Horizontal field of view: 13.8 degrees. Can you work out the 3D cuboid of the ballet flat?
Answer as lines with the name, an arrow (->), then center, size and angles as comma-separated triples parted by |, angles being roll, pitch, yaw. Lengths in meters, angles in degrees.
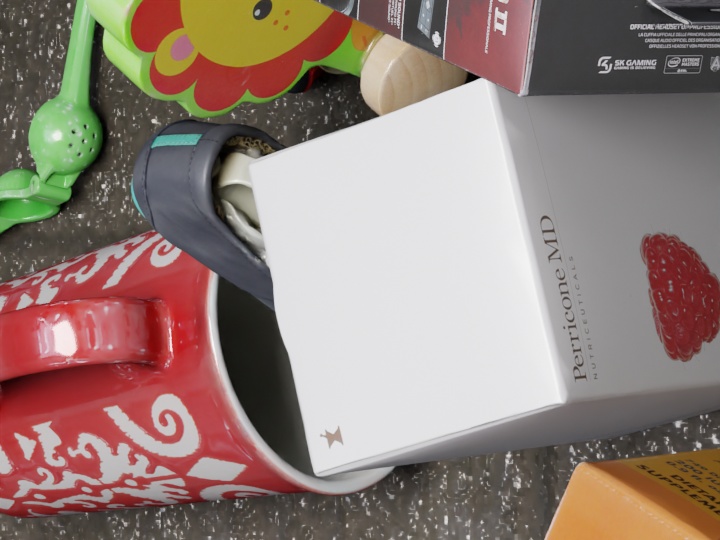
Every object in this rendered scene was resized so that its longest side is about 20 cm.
ballet flat -> 0.000, 0.000, 1.190 | 0.073, 0.200, 0.073 | -44, 27, 29

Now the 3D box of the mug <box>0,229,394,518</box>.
mug -> -0.099, 0.031, 1.287 | 0.199, 0.177, 0.134 | -13, 50, 42

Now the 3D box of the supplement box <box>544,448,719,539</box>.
supplement box -> 0.144, 0.103, 1.067 | 0.066, 0.200, 0.069 | 31, 107, 33

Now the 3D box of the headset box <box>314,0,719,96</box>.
headset box -> 0.082, -0.116, 1.068 | 0.200, 0.148, 0.078 | 32, 120, 55

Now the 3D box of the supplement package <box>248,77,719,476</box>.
supplement package -> 0.074, 0.001, 1.119 | 0.119, 0.200, 0.122 | -18, 81, 38

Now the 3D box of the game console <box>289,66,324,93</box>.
game console -> -0.078, -0.181, 1.269 | 0.177, 0.031, 0.200 | 40, 155, 30

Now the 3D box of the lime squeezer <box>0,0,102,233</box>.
lime squeezer -> -0.160, -0.056, 1.408 | 0.071, 0.038, 0.200 | 47, 119, 28

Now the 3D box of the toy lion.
toy lion -> -0.011, -0.147, 1.168 | 0.069, 0.191, 0.201 | 42, 106, 37
